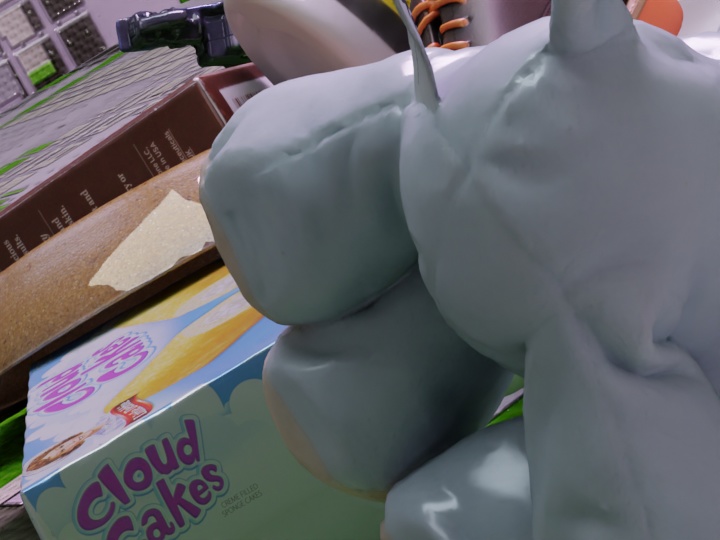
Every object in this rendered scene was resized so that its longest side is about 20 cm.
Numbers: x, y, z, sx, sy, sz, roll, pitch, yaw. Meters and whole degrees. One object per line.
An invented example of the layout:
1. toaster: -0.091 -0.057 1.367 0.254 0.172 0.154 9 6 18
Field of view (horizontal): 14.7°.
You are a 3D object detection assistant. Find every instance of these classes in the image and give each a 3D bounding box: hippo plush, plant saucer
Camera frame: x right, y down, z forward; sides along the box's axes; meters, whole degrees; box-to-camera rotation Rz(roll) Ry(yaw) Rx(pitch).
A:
1. hippo plush: 0.069 -0.022 0.611 0.160 0.201 0.159 -26 29 -30
2. plant saucer: -0.072 -0.007 1.020 0.200 0.036 0.200 -30 -4 -2

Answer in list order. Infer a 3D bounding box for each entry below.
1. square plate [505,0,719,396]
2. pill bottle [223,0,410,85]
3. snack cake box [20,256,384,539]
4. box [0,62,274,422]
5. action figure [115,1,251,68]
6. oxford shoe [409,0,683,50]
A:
1. square plate: 0.105 -0.049 0.822 0.198 0.028 0.200 -41 11 17
2. pill bottle: 0.046 -0.148 1.150 0.200 0.114 0.114 -50 15 -13
3. snack cake box: -0.041 0.047 0.861 0.115 0.067 0.200 -28 10 -2
4. box: -0.112 -0.006 1.189 0.199 0.075 0.100 -31 -1 20
5. action figure: -0.012 -0.088 1.348 0.199 0.105 0.193 -6 -1 -15
6. oxford shoe: 0.034 -0.048 0.807 0.071 0.073 0.200 -37 13 31
